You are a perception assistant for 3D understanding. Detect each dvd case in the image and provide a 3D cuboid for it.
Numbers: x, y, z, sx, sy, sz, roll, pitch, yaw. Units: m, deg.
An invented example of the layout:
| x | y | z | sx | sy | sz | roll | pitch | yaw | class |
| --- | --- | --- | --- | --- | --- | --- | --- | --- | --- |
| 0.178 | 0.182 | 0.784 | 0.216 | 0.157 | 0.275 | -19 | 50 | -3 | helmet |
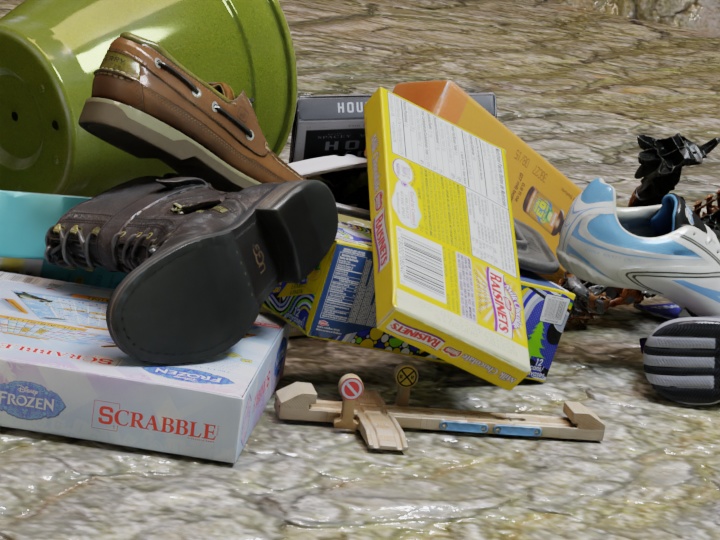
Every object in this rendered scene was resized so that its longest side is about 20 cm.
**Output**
| x | y | z | sx | sy | sz | roll | pitch | yaw | class |
| --- | --- | --- | --- | --- | --- | --- | --- | --- | --- |
| 0.020 | -0.088 | 1.881 | 0.149 | 0.025 | 0.200 | -2 | -18 | -5 | dvd case |

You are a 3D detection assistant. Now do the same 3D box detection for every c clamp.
| x | y | z | sx | sy | sz | roll | pitch | yaw | class |
| --- | --- | --- | --- | --- | --- | --- | --- | --- | --- |
| 0.053 | -0.039 | 1.628 | 0.170 | 0.027 | 0.200 | 19 | 9 | -1 | c clamp |

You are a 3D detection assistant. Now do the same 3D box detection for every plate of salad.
| x | y | z | sx | sy | sz | roll | pitch | yaw | class |
| --- | --- | --- | --- | --- | --- | --- | --- | --- | --- |
| -0.065 | -0.044 | 1.818 | 0.199 | 0.048 | 0.200 | -16 | -5 | -1 | plate of salad |

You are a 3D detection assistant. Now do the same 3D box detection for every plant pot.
| x | y | z | sx | sy | sz | roll | pitch | yaw | class |
| --- | --- | --- | --- | --- | --- | --- | --- | --- | --- |
| -0.182 | -0.131 | 1.739 | 0.200 | 0.202 | 0.192 | 17 | 28 | 38 | plant pot |

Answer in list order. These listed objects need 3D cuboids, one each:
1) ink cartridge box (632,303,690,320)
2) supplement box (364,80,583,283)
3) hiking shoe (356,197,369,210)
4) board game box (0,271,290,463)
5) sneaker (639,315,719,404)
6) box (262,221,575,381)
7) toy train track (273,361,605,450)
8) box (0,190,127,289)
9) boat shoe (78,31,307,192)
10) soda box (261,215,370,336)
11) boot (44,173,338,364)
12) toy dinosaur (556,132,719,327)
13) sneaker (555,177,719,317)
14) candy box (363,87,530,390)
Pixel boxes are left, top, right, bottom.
| x | y | z | sx | sy | sz | roll | pitch | yaw | class |
| --- | --- | --- | --- | --- | --- | --- | --- | --- | --- |
| 0.338 | 0.028 | 1.803 | 0.199 | 0.041 | 0.199 | -5 | 17 | -42 | ink cartridge box |
| 0.098 | -0.058 | 1.780 | 0.200 | 0.067 | 0.069 | 36 | -21 | -31 | supplement box |
| 0.049 | -0.042 | 1.866 | 0.100 | 0.076 | 0.200 | 16 | 19 | 31 | hiking shoe |
| -0.152 | 0.053 | 1.437 | 0.198 | 0.041 | 0.200 | 9 | 13 | 5 | board game box |
| 0.282 | 0.053 | 1.606 | 0.198 | 0.075 | 0.088 | 6 | 8 | 0 | sneaker |
| 0.036 | 0.017 | 1.549 | 0.199 | 0.065 | 0.070 | 13 | 11 | -37 | box |
| 0.049 | 0.077 | 1.457 | 0.198 | 0.033 | 0.115 | 5 | 13 | -12 | toy train track |
| -0.231 | -0.012 | 1.571 | 0.198 | 0.049 | 0.082 | 4 | -28 | -12 | box |
| -0.091 | -0.089 | 1.574 | 0.072 | 0.068 | 0.200 | 9 | -14 | 41 | boat shoe |
| 0.000 | 0.000 | 1.686 | 0.199 | 0.068 | 0.064 | -4 | 17 | -39 | soda box |
| -0.126 | -0.007 | 1.460 | 0.173 | 0.070 | 0.200 | 5 | 25 | 40 | boot |
| 0.216 | -0.030 | 1.774 | 0.102 | 0.136 | 0.200 | 34 | 50 | 2 | toy dinosaur |
| 0.227 | -0.007 | 1.649 | 0.199 | 0.073 | 0.072 | 17 | 22 | -24 | sneaker |
| 0.051 | -0.023 | 1.507 | 0.102 | 0.026 | 0.201 | 27 | 37 | -26 | candy box |
